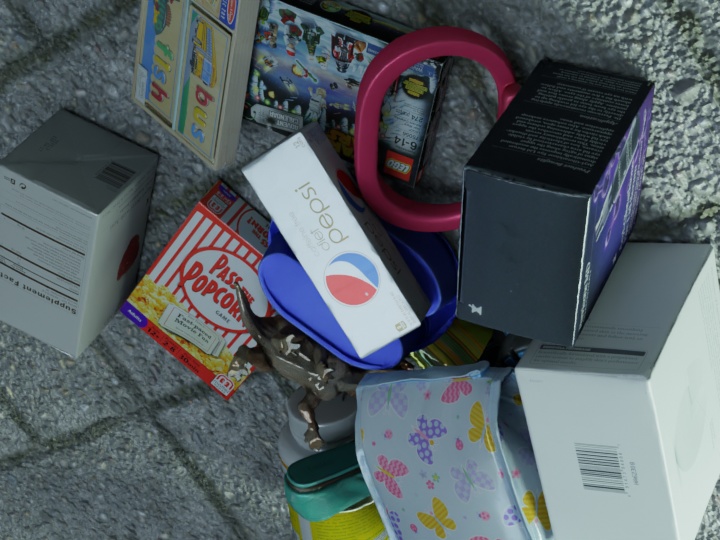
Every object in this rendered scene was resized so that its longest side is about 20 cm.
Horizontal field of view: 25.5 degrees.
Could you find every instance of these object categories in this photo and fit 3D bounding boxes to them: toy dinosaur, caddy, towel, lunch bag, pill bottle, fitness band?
[{"bbox_3d":[-0.055,0.081,1.553,0.200,0.136,0.086,38,114,-8],"label":"toy dinosaur"},{"bbox_3d":[0.000,0.000,1.500,0.200,0.105,0.142,36,108,1],"label":"caddy"},{"bbox_3d":[0.131,0.060,1.526,0.086,0.018,0.200,44,132,-7],"label":"towel"},{"bbox_3d":[0.100,0.174,1.446,0.169,0.127,0.201,-10,111,38],"label":"lunch bag"},{"bbox_3d":[-0.026,0.215,1.662,0.109,0.109,0.201,9,126,23],"label":"pill bottle"},{"bbox_3d":[0.066,-0.120,1.378,0.143,0.038,0.201,0,130,-3],"label":"fitness band"}]

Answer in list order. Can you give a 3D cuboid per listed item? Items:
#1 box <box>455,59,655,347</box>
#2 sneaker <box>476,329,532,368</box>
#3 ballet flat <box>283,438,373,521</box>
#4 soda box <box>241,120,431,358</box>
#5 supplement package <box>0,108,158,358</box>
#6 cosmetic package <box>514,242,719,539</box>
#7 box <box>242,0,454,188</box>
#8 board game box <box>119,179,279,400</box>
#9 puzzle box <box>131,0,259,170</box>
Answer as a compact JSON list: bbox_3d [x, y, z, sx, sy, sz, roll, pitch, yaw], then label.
[{"bbox_3d":[0.160,-0.059,1.301,0.104,0.200,0.149,14,129,18],"label":"box"},{"bbox_3d":[0.147,0.087,1.486,0.073,0.082,0.200,19,150,-7],"label":"sneaker"},{"bbox_3d":[0.018,0.192,1.573,0.067,0.199,0.071,-128,23,-47],"label":"ballet flat"},{"bbox_3d":[-0.019,-0.028,1.407,0.068,0.064,0.200,-30,96,18],"label":"soda box"},{"bbox_3d":[-0.296,-0.036,1.620,0.119,0.121,0.201,26,132,10],"label":"supplement package"},{"bbox_3d":[0.237,0.111,1.381,0.122,0.200,0.200,3,123,30],"label":"cosmetic package"},{"bbox_3d":[-0.022,-0.171,1.428,0.199,0.040,0.137,22,131,13],"label":"box"},{"bbox_3d":[-0.140,0.023,1.628,0.151,0.046,0.200,39,132,-2],"label":"board game box"},{"bbox_3d":[-0.152,-0.205,1.452,0.133,0.025,0.201,39,137,28],"label":"puzzle box"}]
